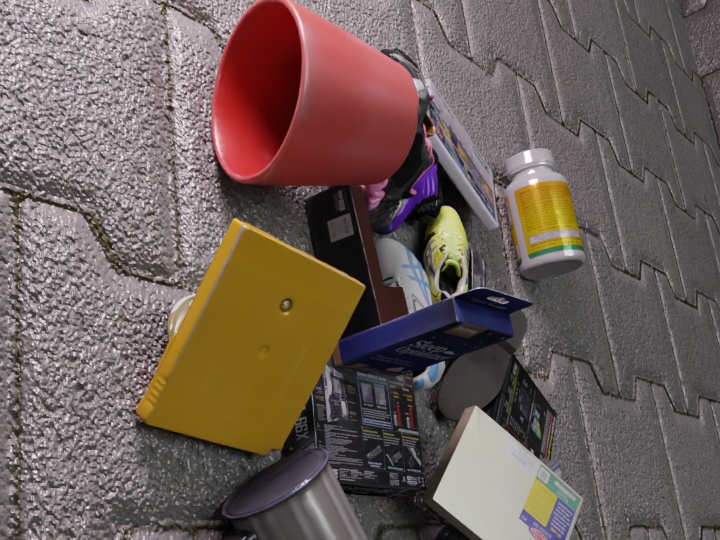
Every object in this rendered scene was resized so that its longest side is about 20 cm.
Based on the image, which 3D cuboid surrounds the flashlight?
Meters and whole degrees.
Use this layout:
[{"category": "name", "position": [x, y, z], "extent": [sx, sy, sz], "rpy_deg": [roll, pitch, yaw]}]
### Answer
[{"category": "flashlight", "position": [0.181, 0.305, 1.181], "extent": [0.199, 0.068, 0.069], "rpy_deg": [-30, 93, -30]}]

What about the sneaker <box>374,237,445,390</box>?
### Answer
[{"category": "sneaker", "position": [0.055, 0.053, 1.195], "extent": [0.072, 0.071, 0.203], "rpy_deg": [-4, 76, -65]}]

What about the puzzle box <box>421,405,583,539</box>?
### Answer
[{"category": "puzzle box", "position": [0.177, 0.278, 1.137], "extent": [0.200, 0.025, 0.134], "rpy_deg": [41, 58, -14]}]

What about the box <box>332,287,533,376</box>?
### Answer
[{"category": "box", "position": [0.080, 0.071, 1.020], "extent": [0.120, 0.199, 0.033], "rpy_deg": [16, 57, -50]}]

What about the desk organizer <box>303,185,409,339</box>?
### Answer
[{"category": "desk organizer", "position": [0.000, 0.000, 1.148], "extent": [0.077, 0.071, 0.203], "rpy_deg": [4, 70, -56]}]

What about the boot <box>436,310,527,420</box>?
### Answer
[{"category": "boot", "position": [0.160, 0.135, 1.307], "extent": [0.074, 0.075, 0.200], "rpy_deg": [45, 58, -6]}]

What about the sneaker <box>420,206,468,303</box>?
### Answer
[{"category": "sneaker", "position": [0.125, -0.011, 1.306], "extent": [0.074, 0.077, 0.202], "rpy_deg": [12, 55, -13]}]

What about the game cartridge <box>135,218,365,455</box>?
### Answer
[{"category": "game cartridge", "position": [-0.101, 0.072, 0.905], "extent": [0.175, 0.032, 0.202], "rpy_deg": [27, 92, -45]}]

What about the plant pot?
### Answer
[{"category": "plant pot", "position": [-0.045, -0.180, 1.040], "extent": [0.176, 0.200, 0.203], "rpy_deg": [9, 65, -37]}]

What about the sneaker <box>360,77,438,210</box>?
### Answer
[{"category": "sneaker", "position": [0.056, -0.155, 1.147], "extent": [0.094, 0.201, 0.080], "rpy_deg": [-2, 55, -20]}]

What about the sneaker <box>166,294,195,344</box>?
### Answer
[{"category": "sneaker", "position": [-0.115, 0.041, 0.947], "extent": [0.200, 0.088, 0.078], "rpy_deg": [-32, 99, -56]}]

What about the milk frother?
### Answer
[{"category": "milk frother", "position": [-0.025, 0.282, 0.852], "extent": [0.180, 0.199, 0.190], "rpy_deg": [-38, 103, -51]}]

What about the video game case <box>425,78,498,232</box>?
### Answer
[{"category": "video game case", "position": [0.152, -0.181, 1.461], "extent": [0.201, 0.023, 0.183], "rpy_deg": [52, 23, -25]}]

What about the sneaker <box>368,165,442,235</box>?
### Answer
[{"category": "sneaker", "position": [0.074, -0.100, 1.305], "extent": [0.100, 0.069, 0.201], "rpy_deg": [54, 37, -25]}]

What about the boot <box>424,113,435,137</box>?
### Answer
[{"category": "boot", "position": [-0.008, -0.206, 1.179], "extent": [0.200, 0.143, 0.072], "rpy_deg": [31, 48, -42]}]

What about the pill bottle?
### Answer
[{"category": "pill bottle", "position": [0.305, -0.096, 1.588], "extent": [0.112, 0.112, 0.203], "rpy_deg": [11, 63, -51]}]

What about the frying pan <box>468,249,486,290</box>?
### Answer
[{"category": "frying pan", "position": [0.162, 0.019, 1.318], "extent": [0.190, 0.030, 0.117], "rpy_deg": [77, 14, -76]}]

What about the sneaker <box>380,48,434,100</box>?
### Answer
[{"category": "sneaker", "position": [0.032, -0.270, 1.337], "extent": [0.199, 0.073, 0.088], "rpy_deg": [-19, 82, -56]}]

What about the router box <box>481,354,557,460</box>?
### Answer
[{"category": "router box", "position": [0.206, 0.233, 1.320], "extent": [0.150, 0.062, 0.201], "rpy_deg": [51, 38, -24]}]

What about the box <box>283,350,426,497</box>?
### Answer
[{"category": "box", "position": [-0.008, 0.170, 1.065], "extent": [0.199, 0.049, 0.160], "rpy_deg": [19, 58, -49]}]
